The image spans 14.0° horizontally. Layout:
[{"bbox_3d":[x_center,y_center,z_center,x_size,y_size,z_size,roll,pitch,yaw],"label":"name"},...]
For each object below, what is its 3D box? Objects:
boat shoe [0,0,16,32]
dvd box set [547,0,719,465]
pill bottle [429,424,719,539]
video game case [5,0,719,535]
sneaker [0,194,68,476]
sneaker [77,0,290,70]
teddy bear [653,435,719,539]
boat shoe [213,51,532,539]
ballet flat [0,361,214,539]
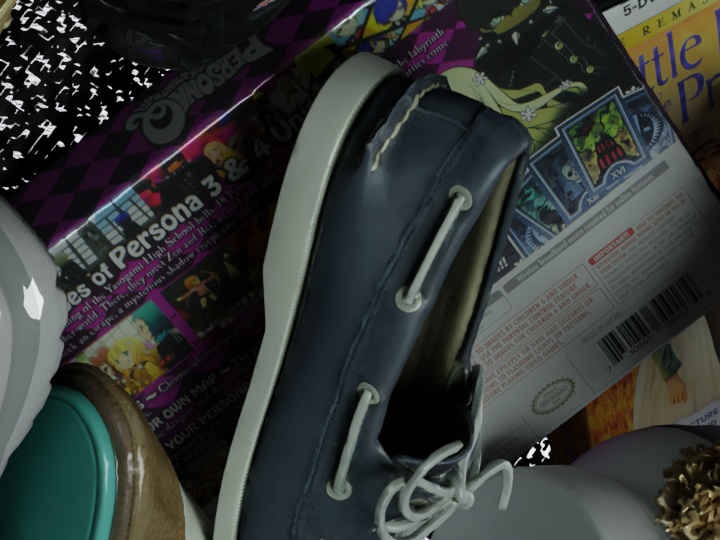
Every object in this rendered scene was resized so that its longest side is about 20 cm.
[{"bbox_3d":[-0.121,-0.074,0.728,0.200,0.074,0.066,-50,154,-10],"label":"boat shoe"},{"bbox_3d":[0.116,-0.024,0.953,0.146,0.029,0.201,-28,129,-21],"label":"dvd box set"},{"bbox_3d":[0.121,0.108,0.933,0.199,0.116,0.117,1,114,-41],"label":"pill bottle"},{"bbox_3d":[0.000,0.000,0.852,0.200,0.036,0.181,-38,133,3],"label":"video game case"},{"bbox_3d":[-0.141,0.065,0.766,0.082,0.075,0.201,-17,136,-39],"label":"sneaker"},{"bbox_3d":[-0.038,-0.080,0.716,0.088,0.075,0.200,-64,175,22],"label":"sneaker"},{"bbox_3d":[0.140,0.076,0.847,0.145,0.067,0.201,-23,101,-37],"label":"teddy bear"},{"bbox_3d":[0.008,0.037,0.807,0.075,0.062,0.201,-35,142,-55],"label":"boat shoe"},{"bbox_3d":[-0.081,0.098,0.829,0.072,0.068,0.201,-7,135,-37],"label":"ballet flat"}]
